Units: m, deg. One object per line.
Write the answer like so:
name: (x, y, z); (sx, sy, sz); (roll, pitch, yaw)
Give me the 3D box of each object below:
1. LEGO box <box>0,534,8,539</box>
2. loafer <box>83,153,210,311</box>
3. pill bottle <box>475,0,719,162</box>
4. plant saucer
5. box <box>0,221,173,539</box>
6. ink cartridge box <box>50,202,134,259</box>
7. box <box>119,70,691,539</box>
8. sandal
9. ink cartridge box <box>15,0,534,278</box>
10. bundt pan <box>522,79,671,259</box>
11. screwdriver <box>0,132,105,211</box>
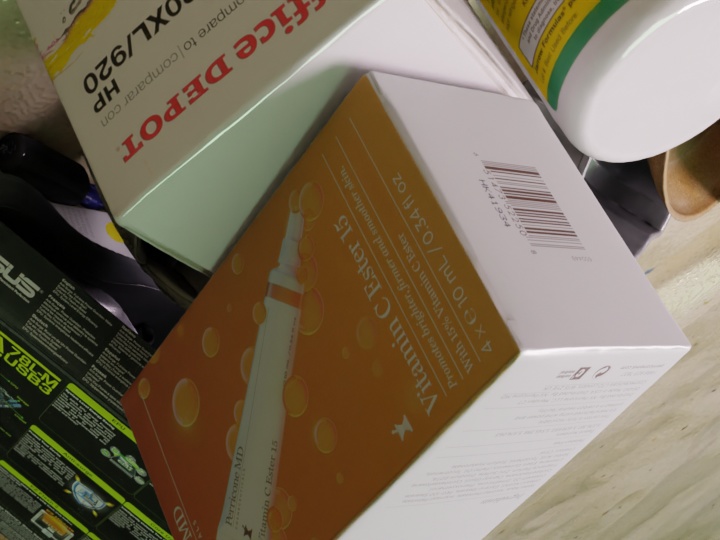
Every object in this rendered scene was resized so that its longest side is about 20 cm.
LEGO box: (-0.164, 0.166, 0.951); (0.199, 0.150, 0.077); (1, 140, -42)
loafer: (-0.087, -0.026, 0.679); (0.070, 0.200, 0.070); (-52, 145, 4)
pill bottle: (0.100, -0.160, 0.631); (0.112, 0.201, 0.113); (-21, 150, -13)
plant saucer: (0.223, -0.128, 0.812); (0.200, 0.035, 0.202); (-38, 144, -35)
box: (-0.147, 0.087, 0.670); (0.193, 0.200, 0.048); (-42, -169, 48)
ink cartridge box: (-0.217, 0.032, 0.781); (0.199, 0.047, 0.197); (9, 138, -47)
box: (0.007, 0.041, 0.527); (0.097, 0.125, 0.200); (2, 139, -42)
sandal: (-0.154, 0.014, 0.696); (0.075, 0.043, 0.200); (-19, 152, 19)
ink cartridge box: (-0.045, -0.113, 0.575); (0.147, 0.201, 0.144); (-37, 150, 14)
bundt pan: (0.161, -0.100, 0.853); (0.201, 0.075, 0.203); (-39, 144, -35)
screwdriver: (-0.145, -0.033, 0.789); (0.029, 0.028, 0.200); (-6, 159, 22)
